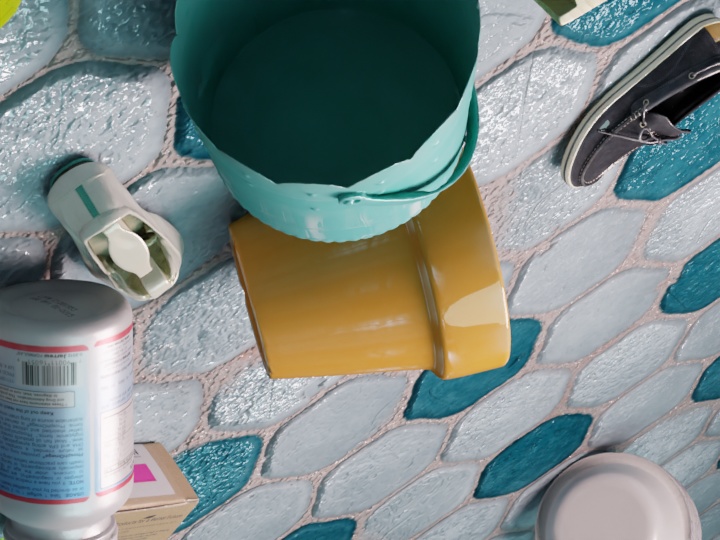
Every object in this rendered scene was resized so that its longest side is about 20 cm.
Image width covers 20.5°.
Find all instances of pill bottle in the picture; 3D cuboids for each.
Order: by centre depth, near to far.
[{"bbox_3d":[-0.219,0.115,1.440,0.109,0.109,0.200,-13,114,-39],"label":"pill bottle"}]

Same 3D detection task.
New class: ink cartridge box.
[{"bbox_3d":[-0.265,0.231,1.723,0.200,0.075,0.165,3,134,-52],"label":"ink cartridge box"}]

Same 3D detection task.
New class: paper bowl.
[{"bbox_3d":[0.313,0.324,2.449,0.201,0.201,0.104,-39,155,8],"label":"paper bowl"}]

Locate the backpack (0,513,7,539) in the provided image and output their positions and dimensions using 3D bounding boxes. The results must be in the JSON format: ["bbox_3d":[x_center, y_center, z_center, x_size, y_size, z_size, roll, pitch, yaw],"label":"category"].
[{"bbox_3d":[-0.330,0.193,1.518,0.167,0.127,0.200,-46,156,14],"label":"backpack"}]

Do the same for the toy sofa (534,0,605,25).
[{"bbox_3d":[0.121,-0.264,1.242,0.098,0.083,0.200,-30,129,-5],"label":"toy sofa"}]

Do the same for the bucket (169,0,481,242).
[{"bbox_3d":[-0.018,-0.123,1.277,0.207,0.207,0.135,-32,162,-8],"label":"bucket"}]

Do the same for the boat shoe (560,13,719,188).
[{"bbox_3d":[0.255,-0.137,1.743,0.200,0.062,0.075,-44,155,20],"label":"boat shoe"}]

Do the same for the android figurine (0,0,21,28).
[{"bbox_3d":[-0.256,-0.168,1.080,0.182,0.041,0.200,-44,153,17],"label":"android figurine"}]

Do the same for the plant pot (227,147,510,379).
[{"bbox_3d":[0.000,0.000,1.542,0.183,0.200,0.200,-15,152,-5],"label":"plant pot"}]

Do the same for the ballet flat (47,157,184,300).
[{"bbox_3d":[-0.167,-0.014,1.431,0.069,0.069,0.200,-35,155,-1],"label":"ballet flat"}]
